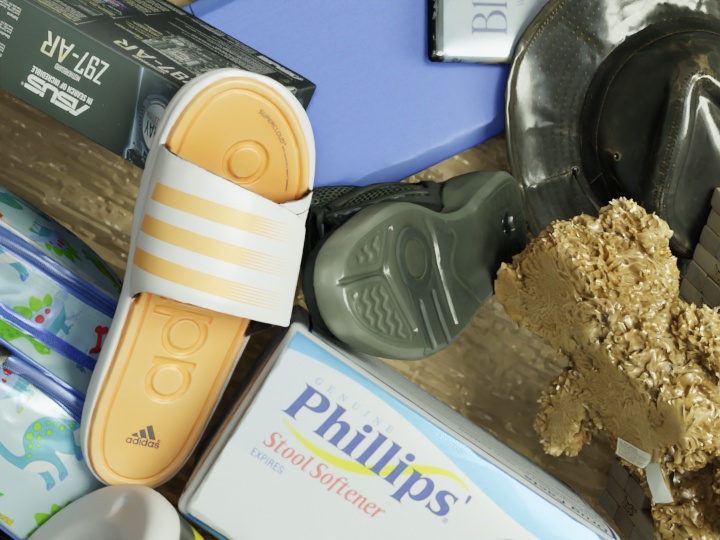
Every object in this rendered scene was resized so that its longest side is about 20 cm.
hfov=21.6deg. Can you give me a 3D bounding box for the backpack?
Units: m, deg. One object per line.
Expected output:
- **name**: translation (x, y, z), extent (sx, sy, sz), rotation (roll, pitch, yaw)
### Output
- **backpack**: translation (-0.186, 0.041, 0.932), extent (0.200, 0.183, 0.147), rotation (40, 89, -12)

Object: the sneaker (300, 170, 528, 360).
- **sneaker**: translation (0.000, 0.000, 0.918), extent (0.114, 0.199, 0.077), rotation (-10, 101, 25)

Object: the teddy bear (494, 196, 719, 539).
- **teddy bear**: translation (0.149, 0.062, 0.908), extent (0.067, 0.145, 0.200), rotation (-27, 67, -40)

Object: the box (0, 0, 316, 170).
- **box**: translation (-0.134, -0.114, 0.919), extent (0.199, 0.160, 0.044), rotation (30, 106, 8)

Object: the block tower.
- **block tower**: translation (0.182, 0.060, 0.960), extent (0.054, 0.058, 0.201), rotation (3, 117, -25)

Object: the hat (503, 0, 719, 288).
- **hat**: translation (0.169, -0.065, 0.962), extent (0.199, 0.081, 0.202), rotation (-3, 110, -9)

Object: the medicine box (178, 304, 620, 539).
- **medicine box**: translation (0.015, 0.111, 0.929), extent (0.182, 0.200, 0.103), rotation (34, 91, -2)

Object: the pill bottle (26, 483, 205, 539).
- **pill bottle**: translation (-0.075, 0.202, 0.866), extent (0.114, 0.114, 0.200), rotation (-39, 116, 0)

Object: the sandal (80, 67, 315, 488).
- **sandal**: translation (-0.066, 0.016, 0.829), extent (0.079, 0.059, 0.208), rotation (10, 109, -25)

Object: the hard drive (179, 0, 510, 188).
- **hard drive**: translation (0.010, -0.115, 1.008), extent (0.199, 0.025, 0.133), rotation (-25, 93, 0)

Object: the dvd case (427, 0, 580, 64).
- **dvd case**: translation (0.132, -0.179, 0.993), extent (0.199, 0.018, 0.144), rotation (0, 89, -11)
